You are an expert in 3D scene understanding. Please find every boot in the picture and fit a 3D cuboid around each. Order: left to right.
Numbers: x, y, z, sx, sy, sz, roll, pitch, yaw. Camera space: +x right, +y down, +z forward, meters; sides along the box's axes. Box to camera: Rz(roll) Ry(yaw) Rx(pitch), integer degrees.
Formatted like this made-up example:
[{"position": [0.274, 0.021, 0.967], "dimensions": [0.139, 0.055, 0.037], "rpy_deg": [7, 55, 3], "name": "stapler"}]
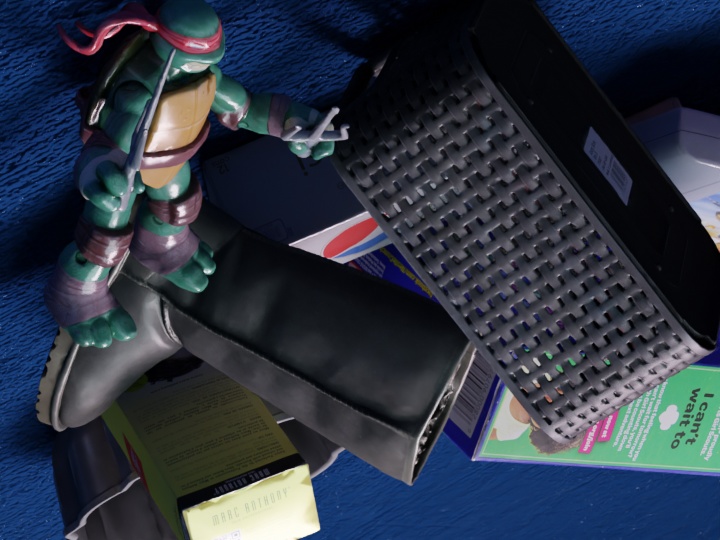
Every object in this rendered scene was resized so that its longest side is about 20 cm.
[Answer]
[{"position": [-0.055, 0.052, 1.470], "dimensions": [0.182, 0.200, 0.073], "rpy_deg": [-63, 180, 36], "name": "boot"}]

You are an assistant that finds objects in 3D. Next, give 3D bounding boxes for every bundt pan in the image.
[{"position": [-0.107, 0.105, 1.796], "dimensions": [0.202, 0.076, 0.202], "rpy_deg": [-23, 162, -8], "name": "bundt pan"}]

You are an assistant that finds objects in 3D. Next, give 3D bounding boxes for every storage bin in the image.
[{"position": [0.085, -0.033, 1.411], "dimensions": [0.094, 0.200, 0.135], "rpy_deg": [-35, -168, 21], "name": "storage bin"}]

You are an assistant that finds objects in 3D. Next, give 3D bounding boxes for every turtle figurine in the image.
[{"position": [-0.085, -0.059, 1.321], "dimensions": [0.150, 0.101, 0.200], "rpy_deg": [-16, 147, -33], "name": "turtle figurine"}]

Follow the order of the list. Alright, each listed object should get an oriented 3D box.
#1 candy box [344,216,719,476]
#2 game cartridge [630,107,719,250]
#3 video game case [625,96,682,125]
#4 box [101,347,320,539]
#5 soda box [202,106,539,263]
[{"position": [0.107, 0.039, 1.598], "dimensions": [0.200, 0.169, 0.077], "rpy_deg": [5, 115, -35], "name": "candy box"}, {"position": [0.223, -0.039, 1.693], "dimensions": [0.200, 0.042, 0.133], "rpy_deg": [21, 158, -35], "name": "game cartridge"}, {"position": [0.118, -0.031, 1.796], "dimensions": [0.200, 0.022, 0.182], "rpy_deg": [-26, 162, 2], "name": "video game case"}, {"position": [-0.095, 0.082, 1.562], "dimensions": [0.075, 0.200, 0.050], "rpy_deg": [-21, 127, -16], "name": "box"}, {"position": [0.020, -0.057, 1.524], "dimensions": [0.200, 0.064, 0.068], "rpy_deg": [-22, 162, -7], "name": "soda box"}]
